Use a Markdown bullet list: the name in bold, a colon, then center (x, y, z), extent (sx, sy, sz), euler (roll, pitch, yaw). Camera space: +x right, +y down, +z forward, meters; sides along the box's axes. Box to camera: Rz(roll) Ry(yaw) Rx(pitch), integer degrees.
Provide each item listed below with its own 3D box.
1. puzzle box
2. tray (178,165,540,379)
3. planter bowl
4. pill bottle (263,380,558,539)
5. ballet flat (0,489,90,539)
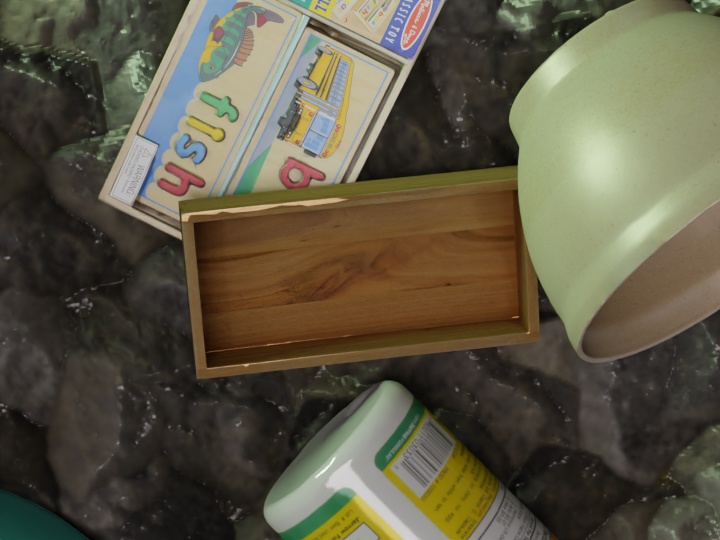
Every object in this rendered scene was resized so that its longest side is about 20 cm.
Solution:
- **puzzle box**: center (-0.051, -0.100, 1.137), extent (0.133, 0.025, 0.200), euler (26, 101, -3)
- **tray**: center (0.000, 0.000, 1.129), extent (0.200, 0.037, 0.099), euler (-6, 107, -6)
- **planter bowl**: center (0.165, -0.062, 1.066), extent (0.200, 0.200, 0.135), euler (-36, 70, 9)
- **pill bottle**: center (0.050, 0.169, 1.140), extent (0.200, 0.113, 0.113), euler (44, 100, -6)
- **ballet flat**: center (-0.164, 0.204, 1.183), extent (0.200, 0.074, 0.074), euler (30, 101, 0)
